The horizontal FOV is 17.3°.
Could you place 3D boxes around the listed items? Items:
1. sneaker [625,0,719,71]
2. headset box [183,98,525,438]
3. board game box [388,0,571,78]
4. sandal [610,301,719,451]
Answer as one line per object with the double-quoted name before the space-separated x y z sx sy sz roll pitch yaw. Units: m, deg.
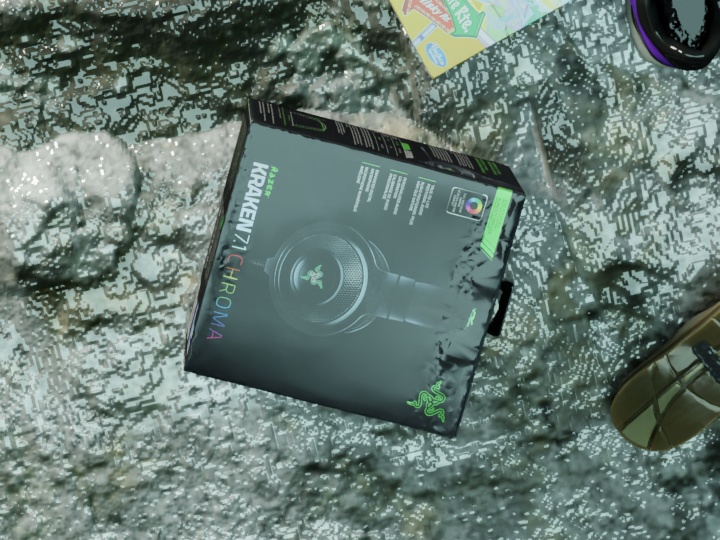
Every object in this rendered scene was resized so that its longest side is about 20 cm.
"sneaker" 0.192 -0.220 1.508 0.069 0.100 0.201 -22 104 0
"headset box" 0.000 0.000 1.553 0.199 0.093 0.175 15 102 -7
"board game box" 0.056 -0.245 1.528 0.134 0.034 0.200 -29 103 3
"sandal" 0.258 0.052 1.606 0.200 0.054 0.080 -34 98 20
